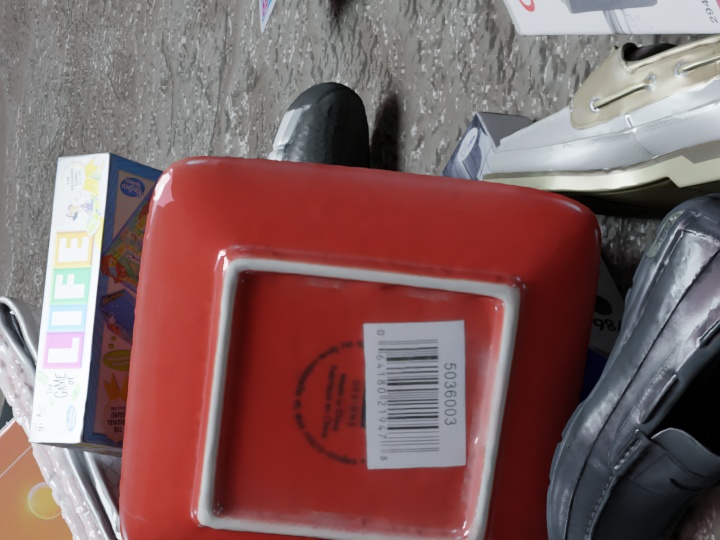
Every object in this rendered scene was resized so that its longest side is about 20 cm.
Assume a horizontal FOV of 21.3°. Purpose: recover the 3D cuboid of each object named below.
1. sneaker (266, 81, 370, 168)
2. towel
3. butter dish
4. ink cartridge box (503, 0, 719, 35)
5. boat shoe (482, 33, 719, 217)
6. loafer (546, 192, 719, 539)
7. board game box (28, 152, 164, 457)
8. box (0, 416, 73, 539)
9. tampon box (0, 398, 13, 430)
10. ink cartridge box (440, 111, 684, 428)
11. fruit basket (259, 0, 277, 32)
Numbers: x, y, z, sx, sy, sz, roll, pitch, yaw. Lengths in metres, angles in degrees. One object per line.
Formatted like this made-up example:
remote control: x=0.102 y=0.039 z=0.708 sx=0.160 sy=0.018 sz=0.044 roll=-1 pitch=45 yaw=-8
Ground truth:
sneaker: x=0.000 y=0.000 z=1.067 sx=0.115 sy=0.075 sz=0.201 roll=17 pitch=101 yaw=46
towel: x=-0.092 y=0.105 z=0.981 sx=0.032 sy=0.191 sz=0.200 roll=-42 pitch=60 yaw=18
butter dish: x=-0.003 y=0.035 z=0.891 sx=0.148 sy=0.199 sz=0.200 roll=-91 pitch=8 yaw=-71
ink cartridge box: x=0.117 y=-0.176 z=0.778 sx=0.200 sy=0.085 sz=0.146 roll=14 pitch=135 yaw=62
boat shoe: x=0.130 y=-0.063 z=0.825 sx=0.200 sy=0.075 sz=0.069 roll=-5 pitch=80 yaw=52
loafer: x=0.133 y=0.064 z=0.802 sx=0.070 sy=0.068 sz=0.201 roll=47 pitch=131 yaw=41
board game box: x=-0.077 y=0.030 z=0.947 sx=0.034 sy=0.200 sz=0.135 roll=-3 pitch=77 yaw=34
box: x=-0.134 y=0.170 z=1.016 sx=0.124 sy=0.200 sz=0.097 roll=-44 pitch=2 yaw=10
tampon box: x=-0.153 y=0.181 z=1.187 sx=0.200 sy=0.126 sz=0.150 roll=34 pitch=109 yaw=58
ink cartridge box: x=0.083 y=0.026 z=0.931 sx=0.100 sy=0.039 sz=0.200 roll=-61 pitch=39 yaw=37
fruit basket: x=-0.035 y=-0.271 z=1.120 sx=0.185 sy=0.094 sz=0.200 roll=-48 pitch=43 yaw=49
